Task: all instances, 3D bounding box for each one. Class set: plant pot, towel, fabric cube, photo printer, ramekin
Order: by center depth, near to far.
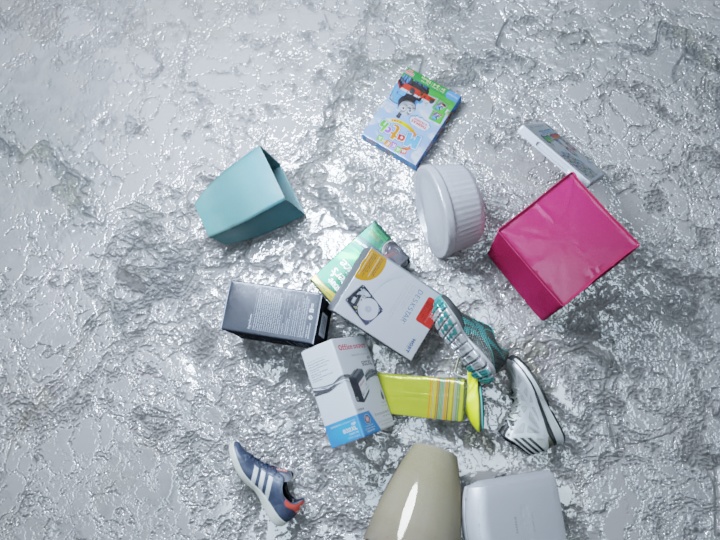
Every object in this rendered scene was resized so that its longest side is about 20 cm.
[{"bbox_3d":[0.293,0.485,1.182,0.198,0.069,0.168,-2,76,-16],"label":"photo printer"},{"bbox_3d":[0.122,0.451,1.195,0.186,0.188,0.201,15,66,9],"label":"plant pot"},{"bbox_3d":[0.403,-0.043,1.251,0.200,0.199,0.197,-37,75,-3],"label":"fabric cube"},{"bbox_3d":[0.122,0.263,1.278,0.199,0.018,0.087,0,72,25],"label":"towel"},{"bbox_3d":[0.190,-0.133,1.300,0.094,0.202,0.204,-14,76,-10],"label":"ramekin"},{"bbox_3d":[-0.259,-0.153,1.377,0.199,0.141,0.142,-28,76,7],"label":"plant pot"}]

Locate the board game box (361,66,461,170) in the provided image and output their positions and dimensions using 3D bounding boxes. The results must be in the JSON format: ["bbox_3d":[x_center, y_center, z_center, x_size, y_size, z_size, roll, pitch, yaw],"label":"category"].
[{"bbox_3d":[0.120,-0.357,1.432,0.151,0.037,0.201,32,83,11],"label":"board game box"}]

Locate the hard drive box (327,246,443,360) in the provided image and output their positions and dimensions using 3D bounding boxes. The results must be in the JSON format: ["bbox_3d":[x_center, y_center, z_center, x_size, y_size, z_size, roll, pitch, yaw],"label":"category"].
[{"bbox_3d":[0.056,0.069,1.291,0.199,0.077,0.156,33,83,-11],"label":"hard drive box"}]

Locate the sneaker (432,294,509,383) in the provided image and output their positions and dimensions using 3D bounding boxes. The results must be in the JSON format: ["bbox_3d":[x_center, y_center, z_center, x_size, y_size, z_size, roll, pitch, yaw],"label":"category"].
[{"bbox_3d":[0.226,0.129,1.251,0.091,0.078,0.201,-30,81,-29],"label":"sneaker"}]

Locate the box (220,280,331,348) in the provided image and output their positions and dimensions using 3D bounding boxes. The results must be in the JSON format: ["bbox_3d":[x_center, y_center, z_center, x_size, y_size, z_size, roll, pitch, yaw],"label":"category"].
[{"bbox_3d":[-0.173,0.099,1.304,0.198,0.148,0.108,8,78,7],"label":"box"}]

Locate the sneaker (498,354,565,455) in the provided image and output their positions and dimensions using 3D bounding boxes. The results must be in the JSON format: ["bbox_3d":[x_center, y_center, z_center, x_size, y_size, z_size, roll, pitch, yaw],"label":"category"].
[{"bbox_3d":[0.323,0.282,1.251,0.115,0.076,0.202,-26,79,-2],"label":"sneaker"}]

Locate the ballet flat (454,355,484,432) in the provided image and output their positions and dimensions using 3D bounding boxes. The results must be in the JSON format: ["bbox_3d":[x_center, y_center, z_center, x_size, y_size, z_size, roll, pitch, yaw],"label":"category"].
[{"bbox_3d":[0.229,0.234,1.280,0.066,0.067,0.202,1,71,13],"label":"ballet flat"}]

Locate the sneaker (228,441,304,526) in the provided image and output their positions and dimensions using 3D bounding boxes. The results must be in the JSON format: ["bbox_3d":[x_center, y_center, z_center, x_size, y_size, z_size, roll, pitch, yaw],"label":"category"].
[{"bbox_3d":[-0.192,0.427,1.276,0.084,0.075,0.200,-38,87,-2],"label":"sneaker"}]

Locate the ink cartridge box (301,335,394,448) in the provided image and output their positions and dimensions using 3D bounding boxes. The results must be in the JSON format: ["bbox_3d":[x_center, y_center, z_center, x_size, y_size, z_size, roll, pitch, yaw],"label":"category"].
[{"bbox_3d":[-0.024,0.242,1.250,0.083,0.145,0.201,-26,75,25],"label":"ink cartridge box"}]

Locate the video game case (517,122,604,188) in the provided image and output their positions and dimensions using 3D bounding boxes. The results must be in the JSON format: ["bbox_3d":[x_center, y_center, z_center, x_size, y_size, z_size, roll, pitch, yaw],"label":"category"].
[{"bbox_3d":[0.433,-0.250,1.306,0.182,0.200,0.024,45,120,13],"label":"video game case"}]

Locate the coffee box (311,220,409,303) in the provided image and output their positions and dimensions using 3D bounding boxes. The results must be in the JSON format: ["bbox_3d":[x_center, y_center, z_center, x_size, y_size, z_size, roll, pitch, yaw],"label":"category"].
[{"bbox_3d":[0.000,0.000,1.361,0.200,0.044,0.123,-41,78,-4],"label":"coffee box"}]
